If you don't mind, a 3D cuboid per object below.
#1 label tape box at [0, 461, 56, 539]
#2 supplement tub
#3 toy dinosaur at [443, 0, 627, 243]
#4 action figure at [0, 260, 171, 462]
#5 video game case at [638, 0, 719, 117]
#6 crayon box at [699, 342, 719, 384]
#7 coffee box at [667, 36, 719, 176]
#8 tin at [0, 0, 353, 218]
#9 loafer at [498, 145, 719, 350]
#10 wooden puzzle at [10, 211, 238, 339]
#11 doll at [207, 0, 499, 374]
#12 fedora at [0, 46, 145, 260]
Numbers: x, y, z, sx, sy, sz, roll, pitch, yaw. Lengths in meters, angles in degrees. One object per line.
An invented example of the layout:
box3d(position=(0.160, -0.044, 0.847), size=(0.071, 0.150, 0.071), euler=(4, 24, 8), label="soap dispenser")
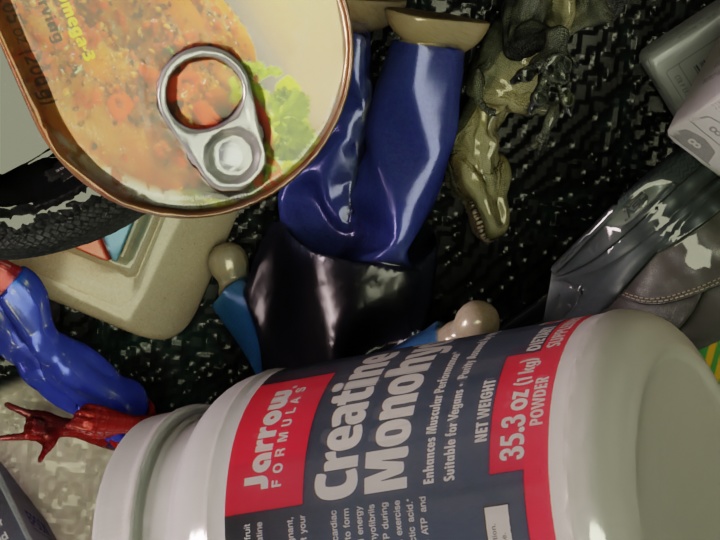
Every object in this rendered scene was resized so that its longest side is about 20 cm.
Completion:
box3d(position=(-0.173, 0.155, 1.147), size=(0.143, 0.066, 0.200), euler=(-30, 69, 2), label="label tape box")
box3d(position=(0.024, 0.095, 1.022), size=(0.200, 0.140, 0.141), euler=(-11, 104, 25), label="supplement tub")
box3d(position=(0.078, -0.101, 1.113), size=(0.047, 0.088, 0.200), euler=(21, 100, -19), label="toy dinosaur")
box3d(position=(-0.102, 0.049, 1.134), size=(0.200, 0.065, 0.052), euler=(36, 68, -21), label="action figure")
box3d(position=(0.238, -0.064, 1.170), size=(0.200, 0.023, 0.182), euler=(-33, 103, 1), label="video game case")
box3d(position=(0.191, 0.078, 1.162), size=(0.125, 0.052, 0.200), euler=(-13, 107, 10), label="crayon box")
box3d(position=(0.267, -0.090, 1.019), size=(0.198, 0.200, 0.200), euler=(38, 63, -11), label="coffee box")
box3d(position=(-0.075, -0.115, 0.993), size=(0.112, 0.042, 0.200), euler=(-22, 96, 6), label="tin")
box3d(position=(0.084, 0.038, 1.108), size=(0.072, 0.073, 0.200), euler=(47, 137, 6), label="loafer")
box3d(position=(-0.124, -0.089, 1.124), size=(0.200, 0.037, 0.185), euler=(22, 99, -9), label="wooden puzzle")
box3d(position=(0.000, 0.000, 1.112), size=(0.136, 0.048, 0.201), euler=(19, 105, 37), label="doll")
box3d(position=(-0.129, -0.106, 1.059), size=(0.200, 0.092, 0.201), euler=(0, 96, -1), label="fedora")
